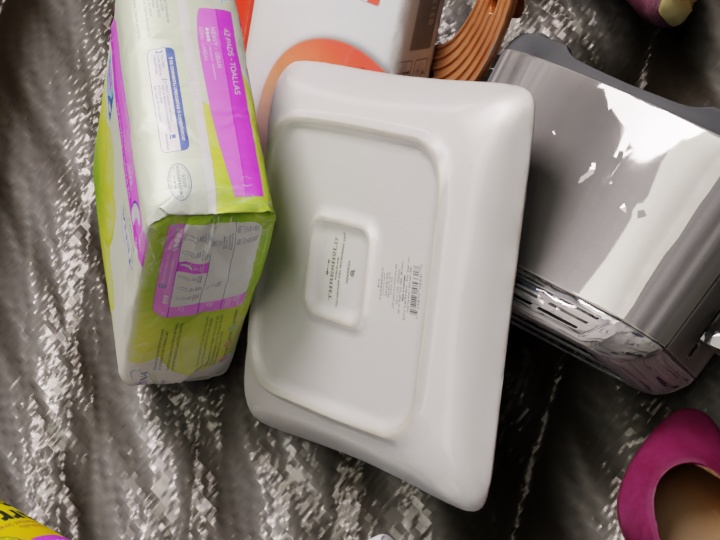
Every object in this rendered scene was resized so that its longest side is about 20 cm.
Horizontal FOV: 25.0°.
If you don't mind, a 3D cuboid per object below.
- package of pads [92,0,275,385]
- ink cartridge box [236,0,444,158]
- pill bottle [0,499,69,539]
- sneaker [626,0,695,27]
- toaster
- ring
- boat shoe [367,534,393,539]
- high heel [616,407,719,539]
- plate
[{"bbox_3d":[-0.098,-0.041,0.865,0.068,0.200,0.155,-4,64,-15],"label":"package of pads"},{"bbox_3d":[-0.051,-0.136,0.913,0.199,0.050,0.163,23,114,27],"label":"ink cartridge box"},{"bbox_3d":[-0.193,0.183,0.868,0.199,0.104,0.105,23,81,28],"label":"pill bottle"},{"bbox_3d":[0.110,-0.192,0.903,0.090,0.075,0.201,-37,54,16],"label":"sneaker"},{"bbox_3d":[0.114,-0.029,0.811,0.199,0.114,0.130,29,86,30],"label":"toaster"},{"bbox_3d":[0.054,-0.187,0.878,0.019,0.200,0.202,2,65,-20],"label":"ring"},{"bbox_3d":[0.013,0.231,0.785,0.067,0.072,0.201,-19,72,14],"label":"boat shoe"},{"bbox_3d":[0.159,0.121,0.713,0.067,0.096,0.201,22,44,-10],"label":"high heel"},{"bbox_3d":[0.000,0.000,0.812,0.199,0.032,0.201,15,101,51],"label":"plate"}]
